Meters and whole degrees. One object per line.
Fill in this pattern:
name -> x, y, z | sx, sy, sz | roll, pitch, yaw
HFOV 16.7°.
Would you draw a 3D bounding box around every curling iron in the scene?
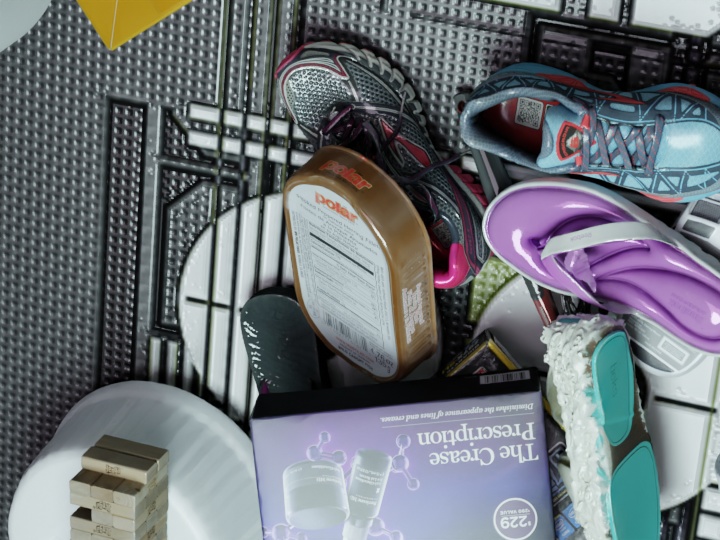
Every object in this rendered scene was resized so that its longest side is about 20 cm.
curling iron -> 0.115, -0.035, 1.692 | 0.049, 0.026, 0.200 | -29, 96, 2

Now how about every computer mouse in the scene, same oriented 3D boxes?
computer mouse -> 0.239, -0.017, 1.645 | 0.110, 0.044, 0.200 | 37, 118, 11

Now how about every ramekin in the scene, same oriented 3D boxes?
ramekin -> -0.165, 0.193, 1.828 | 0.200, 0.098, 0.201 | 10, 118, 20

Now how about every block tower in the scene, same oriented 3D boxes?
block tower -> -0.173, 0.220, 1.754 | 0.058, 0.054, 0.201 | 12, 118, 21

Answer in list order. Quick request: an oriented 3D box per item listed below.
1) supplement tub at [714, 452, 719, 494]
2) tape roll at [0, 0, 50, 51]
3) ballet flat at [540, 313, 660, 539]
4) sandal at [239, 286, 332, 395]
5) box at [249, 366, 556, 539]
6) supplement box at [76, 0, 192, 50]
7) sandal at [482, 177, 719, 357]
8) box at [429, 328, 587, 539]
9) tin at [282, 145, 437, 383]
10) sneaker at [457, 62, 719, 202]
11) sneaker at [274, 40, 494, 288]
supplement tub -> 0.329, 0.202, 1.653 | 0.140, 0.140, 0.201 | -15, 107, 24
tape roll -> -0.323, -0.222, 1.695 | 0.202, 0.139, 0.203 | 7, 113, 16
ballet flat -> 0.162, 0.115, 1.675 | 0.071, 0.072, 0.201 | -1, 116, 19
sandal -> -0.048, 0.111, 1.792 | 0.075, 0.048, 0.201 | -9, 111, 24
box -> 0.032, 0.151, 1.681 | 0.199, 0.079, 0.142 | -6, 101, 3
supplement box -> -0.129, -0.282, 1.568 | 0.133, 0.200, 0.198 | -28, 101, 26
sandal -> 0.171, -0.004, 1.629 | 0.202, 0.050, 0.083 | 23, 114, 17
box -> 0.070, 0.167, 1.743 | 0.200, 0.049, 0.160 | -41, 97, 8
tin -> 0.000, 0.000, 1.683 | 0.112, 0.042, 0.200 | 29, 147, 27
sneaker -> 0.154, -0.082, 1.597 | 0.199, 0.095, 0.080 | 11, 108, 29
sneaker -> 0.019, -0.075, 1.678 | 0.200, 0.075, 0.081 | 46, 118, -3
